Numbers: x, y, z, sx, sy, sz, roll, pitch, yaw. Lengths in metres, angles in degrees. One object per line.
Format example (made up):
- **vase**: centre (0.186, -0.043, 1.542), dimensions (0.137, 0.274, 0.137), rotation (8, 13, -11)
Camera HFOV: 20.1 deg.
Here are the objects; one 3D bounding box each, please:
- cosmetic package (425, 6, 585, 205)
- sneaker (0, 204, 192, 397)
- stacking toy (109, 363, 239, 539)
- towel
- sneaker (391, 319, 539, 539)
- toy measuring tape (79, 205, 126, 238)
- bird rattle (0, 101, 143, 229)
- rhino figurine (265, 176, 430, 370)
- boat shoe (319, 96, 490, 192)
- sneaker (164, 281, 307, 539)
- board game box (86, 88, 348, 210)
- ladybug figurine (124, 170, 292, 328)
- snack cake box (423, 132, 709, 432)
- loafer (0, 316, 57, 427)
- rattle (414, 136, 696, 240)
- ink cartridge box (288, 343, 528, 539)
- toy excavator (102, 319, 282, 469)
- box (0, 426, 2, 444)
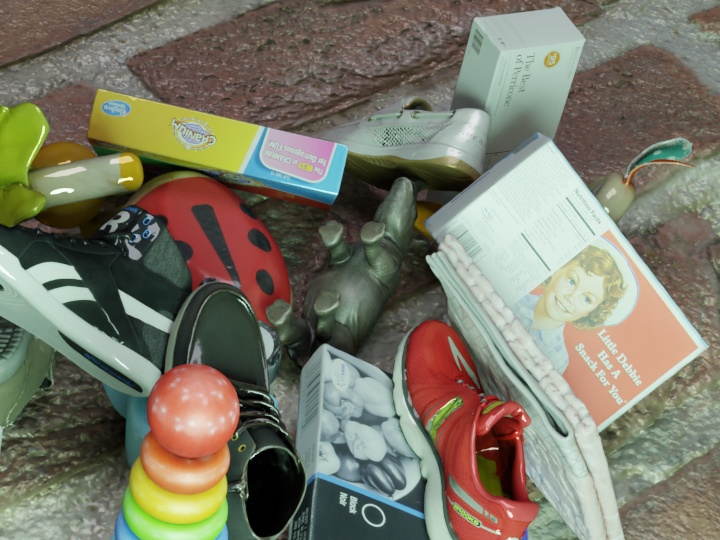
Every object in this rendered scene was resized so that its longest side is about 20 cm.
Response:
- **cosmetic package**: centre (0.116, -0.116, 1.656), dimensions (0.082, 0.201, 0.051), rotation (-13, 47, -27)
- **sneaker**: centre (-0.195, -0.012, 1.361), dimensions (0.200, 0.073, 0.112), rotation (40, 62, -31)
- **stacking toy**: centre (-0.110, 0.141, 1.215), dimensions (0.085, 0.201, 0.086), rotation (8, 39, -7)
- **towel**: centre (0.117, 0.095, 1.449), dimensions (0.032, 0.191, 0.200), rotation (-30, 54, -7)
- **sneaker**: centre (0.081, 0.108, 1.388), dimensions (0.077, 0.085, 0.201), rotation (14, 43, -32)
- **toy measuring tape**: centre (-0.186, -0.011, 1.516), dimensions (0.073, 0.074, 0.200), rotation (-9, 13, -24)
- **bird rattle**: centre (-0.238, -0.050, 1.465), dimensions (0.162, 0.200, 0.114), rotation (-10, 82, -17)
- **rhino figurine**: centre (0.000, 0.000, 1.562), dimensions (0.059, 0.088, 0.200), rotation (17, 53, 27)
- **boat shoe**: centre (0.040, -0.107, 1.650), dimensions (0.071, 0.070, 0.199), rotation (32, -14, -35)
- **sneaker**: centre (-0.074, 0.094, 1.325), dimensions (0.074, 0.106, 0.202), rotation (11, 67, -30)
- **board game box**: centre (-0.113, -0.095, 1.617), dimensions (0.198, 0.153, 0.041), rotation (13, 87, -2)
- **ladybug figurine**: centre (-0.120, -0.007, 1.566), dimensions (0.135, 0.072, 0.200), rotation (-11, 48, -27)
- **snack cake box**: centre (0.153, 0.010, 1.520), dimensions (0.200, 0.115, 0.067), rotation (52, 2, -9)
- **loafer**: centre (-0.254, 0.051, 1.476), dimensions (0.075, 0.070, 0.200), rotation (4, 27, 10)
- **rattle**: centre (0.152, -0.069, 1.601), dimensions (0.143, 0.200, 0.130), rotation (49, 45, 9)
- **ink cartridge box**: centre (0.045, 0.167, 1.403), dimensions (0.199, 0.043, 0.199), rotation (26, 39, -20)
- **toy excavator**: centre (-0.109, 0.137, 1.415), dimensions (0.193, 0.100, 0.201), rotation (22, 56, 7)
- **box**: centre (-0.345, 0.135, 1.319), dimensions (0.199, 0.113, 0.102), rotation (22, 42, 6)
